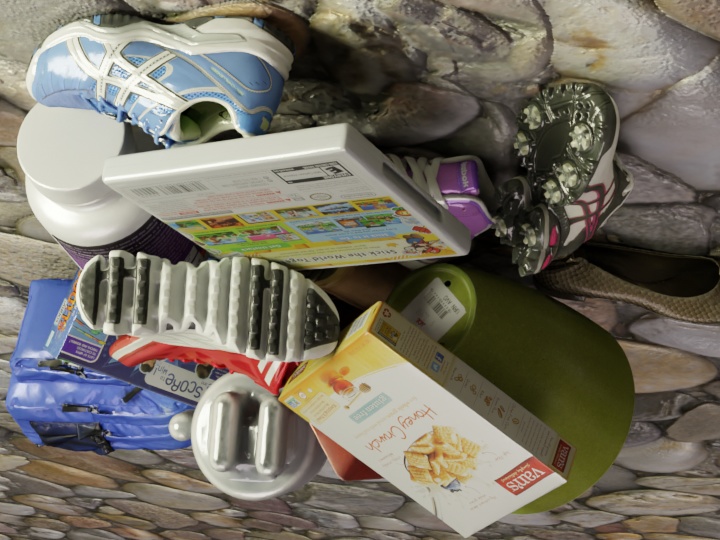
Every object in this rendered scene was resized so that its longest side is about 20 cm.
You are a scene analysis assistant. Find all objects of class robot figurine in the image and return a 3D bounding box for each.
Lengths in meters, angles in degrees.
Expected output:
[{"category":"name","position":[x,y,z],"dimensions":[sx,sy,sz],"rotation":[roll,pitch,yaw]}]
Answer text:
[{"category":"robot figurine","position":[-0.084,0.143,1.370],"dimensions":[0.167,0.114,0.200],"rotation":[8,176,6]}]

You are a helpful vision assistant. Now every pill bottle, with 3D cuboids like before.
[{"category":"pill bottle","position":[-0.189,-0.057,1.185],"dimensions":[0.110,0.113,0.200],"rotation":[3,159,11]}]

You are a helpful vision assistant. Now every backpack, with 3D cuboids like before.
[{"category":"backpack","position":[-0.235,0.093,1.520],"dimensions":[0.197,0.164,0.168],"rotation":[6,156,6]}]

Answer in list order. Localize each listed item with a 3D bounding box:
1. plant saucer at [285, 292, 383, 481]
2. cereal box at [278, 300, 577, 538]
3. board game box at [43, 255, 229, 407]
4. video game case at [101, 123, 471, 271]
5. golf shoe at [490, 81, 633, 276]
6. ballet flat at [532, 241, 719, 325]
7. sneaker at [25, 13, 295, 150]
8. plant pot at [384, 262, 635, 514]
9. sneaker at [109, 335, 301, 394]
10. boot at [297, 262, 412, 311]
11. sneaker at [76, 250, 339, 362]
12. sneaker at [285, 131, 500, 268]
[{"category":"plant saucer","position":[-0.003,0.089,1.375],"dimensions":[0.037,0.201,0.199],"rotation":[-36,159,20]},{"category":"cereal box","position":[0.051,0.121,1.208],"dimensions":[0.199,0.040,0.144],"rotation":[37,140,-11]},{"category":"board game box","position":[-0.173,0.044,1.408],"dimensions":[0.199,0.137,0.034],"rotation":[25,179,-37]},{"category":"video game case","position":[-0.049,-0.045,1.080],"dimensions":[0.198,0.023,0.182],"rotation":[-5,156,30]},{"category":"golf shoe","position":[0.155,-0.076,1.108],"dimensions":[0.087,0.078,0.201],"rotation":[-20,158,-19]},{"category":"ballet flat","position":[0.241,0.002,1.288],"dimensions":[0.197,0.068,0.047],"rotation":[8,127,5]},{"category":"sneaker","position":[-0.143,-0.124,1.045],"dimensions":[0.198,0.078,0.076],"rotation":[-1,160,24]},{"category":"plant pot","position":[0.104,0.079,1.291],"dimensions":[0.185,0.189,0.200],"rotation":[-8,148,34]},{"category":"sneaker","position":[-0.122,0.069,1.281],"dimensions":[0.116,0.078,0.199],"rotation":[51,140,-11]},{"category":"boot","position":[0.000,0.000,1.305],"dimensions":[0.199,0.067,0.175],"rotation":[28,180,-39]},{"category":"sneaker","position":[-0.114,0.029,1.171],"dimensions":[0.197,0.076,0.081],"rotation":[10,168,-5]},{"category":"sneaker","position":[0.025,-0.070,1.159],"dimensions":[0.114,0.073,0.199],"rotation":[-23,150,38]}]
